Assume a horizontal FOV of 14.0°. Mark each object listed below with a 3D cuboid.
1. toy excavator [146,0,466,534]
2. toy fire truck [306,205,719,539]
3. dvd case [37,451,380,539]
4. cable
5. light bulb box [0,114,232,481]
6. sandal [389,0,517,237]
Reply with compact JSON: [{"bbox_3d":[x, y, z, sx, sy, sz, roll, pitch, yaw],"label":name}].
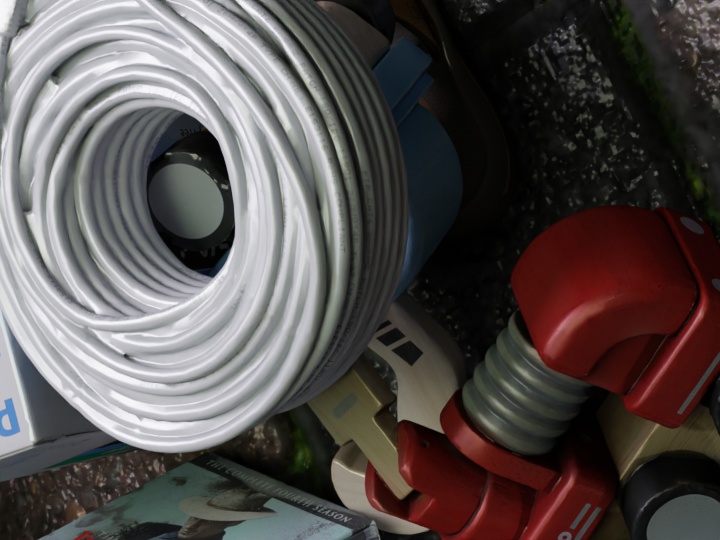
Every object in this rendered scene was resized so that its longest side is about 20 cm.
[{"bbox_3d":[0.000,0.000,1.287,0.200,0.100,0.194,40,122,0],"label":"toy excavator"},{"bbox_3d":[0.060,0.040,1.210,0.176,0.200,0.129,-58,26,25],"label":"toy fire truck"},{"bbox_3d":[-0.110,0.146,1.321,0.146,0.200,0.022,17,126,54],"label":"dvd case"},{"bbox_3d":[-0.074,-0.030,1.193,0.200,0.069,0.200,30,115,28],"label":"cable"},{"bbox_3d":[-0.151,-0.011,1.353,0.125,0.198,0.200,-20,84,37],"label":"light bulb box"},{"bbox_3d":[-0.002,-0.101,1.327,0.082,0.055,0.200,-38,73,31],"label":"sandal"}]
